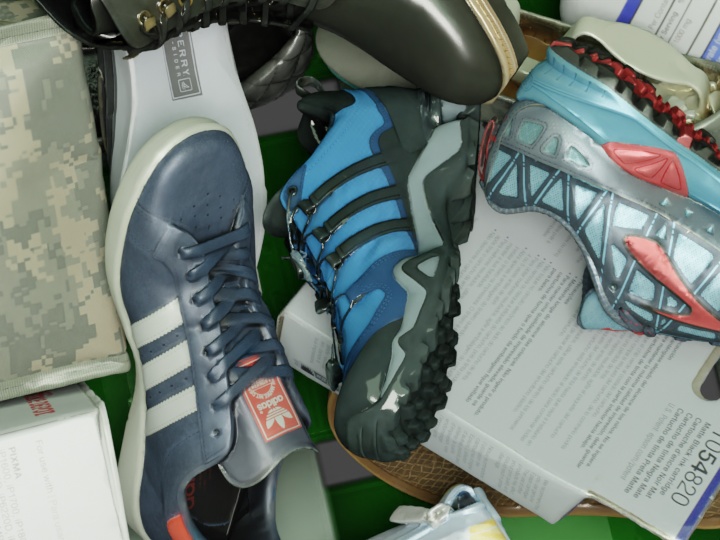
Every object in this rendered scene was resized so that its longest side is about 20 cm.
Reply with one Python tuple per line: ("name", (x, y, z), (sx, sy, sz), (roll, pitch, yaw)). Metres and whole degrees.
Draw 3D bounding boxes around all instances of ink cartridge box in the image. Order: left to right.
("ink cartridge box", (-0.198, 0.111, 1.048), (0.198, 0.148, 0.086), (-12, 94, -9))
("ink cartridge box", (0.096, 0.012, 1.117), (0.199, 0.041, 0.200), (30, 56, 15))

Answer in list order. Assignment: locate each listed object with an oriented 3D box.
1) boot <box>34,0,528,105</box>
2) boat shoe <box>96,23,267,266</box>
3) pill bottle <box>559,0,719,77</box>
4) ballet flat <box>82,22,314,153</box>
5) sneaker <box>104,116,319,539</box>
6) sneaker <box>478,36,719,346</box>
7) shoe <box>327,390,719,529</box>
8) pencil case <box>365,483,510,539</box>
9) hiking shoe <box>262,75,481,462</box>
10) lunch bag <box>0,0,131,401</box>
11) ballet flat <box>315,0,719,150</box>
("boot", (-0.043, -0.107, 1.032), (0.199, 0.078, 0.138), (37, 53, 4))
("boat shoe", (-0.082, -0.072, 1.111), (0.068, 0.057, 0.202), (-5, 94, -13))
("pill bottle", (0.161, -0.136, 1.169), (0.199, 0.112, 0.113), (28, 75, 2))
("ballet flat", (-0.117, -0.087, 1.156), (0.199, 0.057, 0.067), (-19, 78, -10))
("sneaker", (-0.054, 0.037, 1.048), (0.075, 0.202, 0.084), (-23, 35, -35))
("sneaker", (0.135, -0.005, 1.074), (0.200, 0.079, 0.096), (41, 106, 1))
("shoe", (0.083, 0.074, 1.144), (0.198, 0.053, 0.070), (11, 115, 3))
("pencil case", (-0.020, 0.165, 1.086), (0.199, 0.091, 0.083), (-25, 51, -9))
("hiking shoe", (0.000, 0.000, 1.052), (0.086, 0.075, 0.201), (5, 43, 6))
("lunch bag", (-0.211, -0.022, 1.061), (0.198, 0.118, 0.165), (-14, 111, -18))
("ballet flat", (0.078, -0.096, 1.128), (0.198, 0.064, 0.068), (18, 53, 6))
